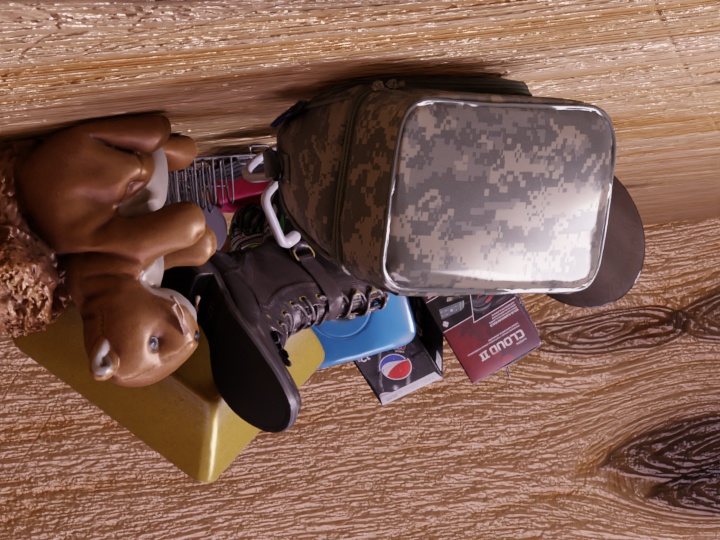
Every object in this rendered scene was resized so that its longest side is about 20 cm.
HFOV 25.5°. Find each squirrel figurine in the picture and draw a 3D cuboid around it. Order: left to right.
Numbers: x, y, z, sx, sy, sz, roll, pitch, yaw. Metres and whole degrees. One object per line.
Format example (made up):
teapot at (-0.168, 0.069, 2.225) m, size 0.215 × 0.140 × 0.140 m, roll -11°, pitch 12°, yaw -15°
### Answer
squirrel figurine at (-0.203, -0.005, 1.168) m, size 0.197 × 0.189 × 0.142 m, roll -6°, pitch 178°, yaw -5°

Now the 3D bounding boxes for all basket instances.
basket at (0.184, -0.058, 1.527) m, size 0.136 × 0.181 × 0.200 m, roll -40°, pitch 162°, yaw 9°

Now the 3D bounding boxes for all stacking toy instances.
stacking toy at (0.000, 0.000, 1.456) m, size 0.115 × 0.111 × 0.200 m, roll -16°, pitch -167°, yaw 16°

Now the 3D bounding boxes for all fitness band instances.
fitness band at (-0.048, -0.085, 1.531) m, size 0.197 × 0.038 × 0.144 m, roll -7°, pitch 177°, yaw -8°

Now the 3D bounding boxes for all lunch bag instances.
lunch bag at (0.052, -0.064, 1.099) m, size 0.198 × 0.141 × 0.167 m, roll -2°, pitch -169°, yaw -31°

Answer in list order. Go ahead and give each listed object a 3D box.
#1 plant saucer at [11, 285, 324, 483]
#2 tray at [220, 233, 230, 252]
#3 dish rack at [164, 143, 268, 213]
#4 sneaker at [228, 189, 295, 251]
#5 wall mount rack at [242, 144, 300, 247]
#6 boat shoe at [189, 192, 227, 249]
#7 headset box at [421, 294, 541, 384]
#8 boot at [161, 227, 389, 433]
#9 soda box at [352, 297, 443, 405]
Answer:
plant saucer at (-0.143, 0.047, 1.277) m, size 0.200 × 0.199 × 0.049 m, roll -46°, pitch 168°, yaw -49°
tray at (-0.113, -0.031, 1.639) m, size 0.199 × 0.037 × 0.099 m, roll -34°, pitch -175°, yaw -15°
dish rack at (-0.167, -0.069, 1.370) m, size 0.198 × 0.055 × 0.153 m, roll -6°, pitch 178°, yaw -25°
sneaker at (-0.087, -0.030, 1.478) m, size 0.085 × 0.078 × 0.200 m, roll 35°, pitch 155°, yaw 3°
wall mount rack at (0.011, -0.087, 1.289) m, size 0.198 × 0.075 × 0.174 m, roll -7°, pitch -152°, yaw 33°
boat shoe at (-0.220, -0.053, 1.474) m, size 0.198 × 0.074 × 0.065 m, roll 10°, pitch -167°, yaw -33°
headset box at (0.087, 0.002, 1.418) m, size 0.074 × 0.201 × 0.149 m, roll -30°, pitch -172°, yaw 5°
boot at (-0.047, 0.032, 1.257) m, size 0.173 × 0.201 × 0.070 m, roll -9°, pitch 140°, yaw -37°
soda box at (0.037, 0.038, 1.511) m, size 0.070 × 0.064 × 0.201 m, roll -26°, pitch -156°, yaw 17°
